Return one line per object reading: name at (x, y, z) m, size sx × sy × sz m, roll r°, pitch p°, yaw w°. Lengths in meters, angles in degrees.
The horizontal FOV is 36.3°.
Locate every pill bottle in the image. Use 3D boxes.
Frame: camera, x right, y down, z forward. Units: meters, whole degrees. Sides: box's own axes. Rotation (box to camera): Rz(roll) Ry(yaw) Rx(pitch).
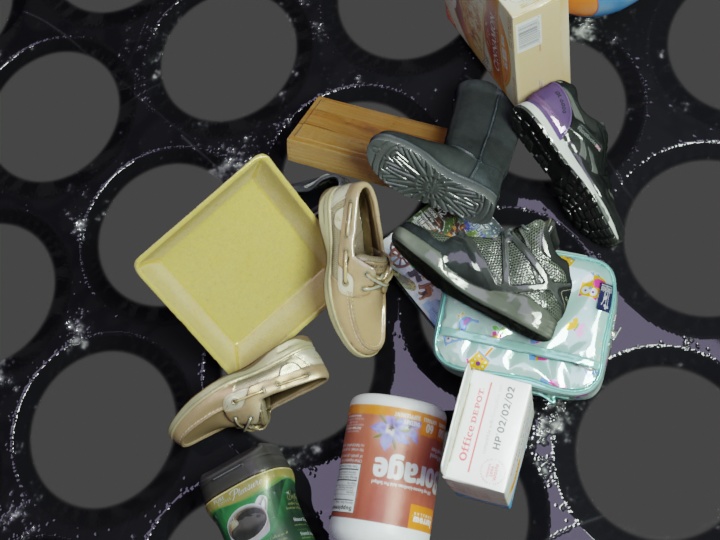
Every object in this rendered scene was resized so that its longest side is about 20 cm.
pill bottle at (0.028, 0.244, 1.198) m, size 0.111 × 0.112 × 0.202 m, roll 6°, pitch 74°, yaw 12°

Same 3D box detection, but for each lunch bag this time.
lunch bag at (0.184, 0.058, 1.204) m, size 0.198 × 0.077 × 0.162 m, roll 10°, pitch 74°, yaw 14°

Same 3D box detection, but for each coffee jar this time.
coffee jar at (-0.101, 0.298, 1.218) m, size 0.104 × 0.085 × 0.201 m, roll -29°, pitch 70°, yaw 12°

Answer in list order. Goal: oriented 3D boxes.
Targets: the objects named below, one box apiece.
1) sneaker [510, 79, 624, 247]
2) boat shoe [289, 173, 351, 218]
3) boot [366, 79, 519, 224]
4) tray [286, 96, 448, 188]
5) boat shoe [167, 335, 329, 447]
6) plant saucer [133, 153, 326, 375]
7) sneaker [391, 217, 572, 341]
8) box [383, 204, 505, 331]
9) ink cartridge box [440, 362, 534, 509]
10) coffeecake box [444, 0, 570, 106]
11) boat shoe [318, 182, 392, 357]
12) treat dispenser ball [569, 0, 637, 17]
sneaker at (0.264, -0.127, 1.267) m, size 0.087 × 0.076 × 0.201 m, roll -35°, pitch 98°, yaw -17°
boat shoe at (-0.105, -0.079, 1.351) m, size 0.198 × 0.063 × 0.073 m, roll -13°, pitch 71°, yaw 7°
boot at (0.107, -0.162, 1.278) m, size 0.164 × 0.066 × 0.201 m, roll 30°, pitch 50°, yaw -7°
tray at (0.020, -0.152, 1.341) m, size 0.198 × 0.037 × 0.099 m, roll 17°, pitch 46°, yaw 15°
boat shoe at (-0.131, 0.153, 1.278) m, size 0.199 × 0.071 × 0.065 m, roll -33°, pitch 69°, yaw -2°
plant saucer at (-0.135, -0.006, 1.298) m, size 0.200 × 0.048 × 0.200 m, roll -41°, pitch 113°, yaw -4°
sneaker at (0.135, -0.018, 1.158) m, size 0.198 × 0.076 × 0.115 m, roll 27°, pitch 78°, yaw 15°
box at (0.127, 0.010, 1.292) m, size 0.136 × 0.038 × 0.200 m, roll -38°, pitch 70°, yaw -3°
ink cartridge box at (0.136, 0.177, 1.151) m, size 0.067 × 0.200 × 0.116 m, roll 13°, pitch 76°, yaw 14°
coffeecake box at (0.167, -0.312, 1.297) m, size 0.072 × 0.154 × 0.201 m, roll -25°, pitch 54°, yaw -6°
boat shoe at (0.000, 0.000, 1.266) m, size 0.064 × 0.071 × 0.202 m, roll -9°, pitch 93°, yaw 45°
treat dispenser ball at (0.274, -0.405, 1.308) m, size 0.199 × 0.201 × 0.203 m, roll -3°, pitch 72°, yaw 10°
